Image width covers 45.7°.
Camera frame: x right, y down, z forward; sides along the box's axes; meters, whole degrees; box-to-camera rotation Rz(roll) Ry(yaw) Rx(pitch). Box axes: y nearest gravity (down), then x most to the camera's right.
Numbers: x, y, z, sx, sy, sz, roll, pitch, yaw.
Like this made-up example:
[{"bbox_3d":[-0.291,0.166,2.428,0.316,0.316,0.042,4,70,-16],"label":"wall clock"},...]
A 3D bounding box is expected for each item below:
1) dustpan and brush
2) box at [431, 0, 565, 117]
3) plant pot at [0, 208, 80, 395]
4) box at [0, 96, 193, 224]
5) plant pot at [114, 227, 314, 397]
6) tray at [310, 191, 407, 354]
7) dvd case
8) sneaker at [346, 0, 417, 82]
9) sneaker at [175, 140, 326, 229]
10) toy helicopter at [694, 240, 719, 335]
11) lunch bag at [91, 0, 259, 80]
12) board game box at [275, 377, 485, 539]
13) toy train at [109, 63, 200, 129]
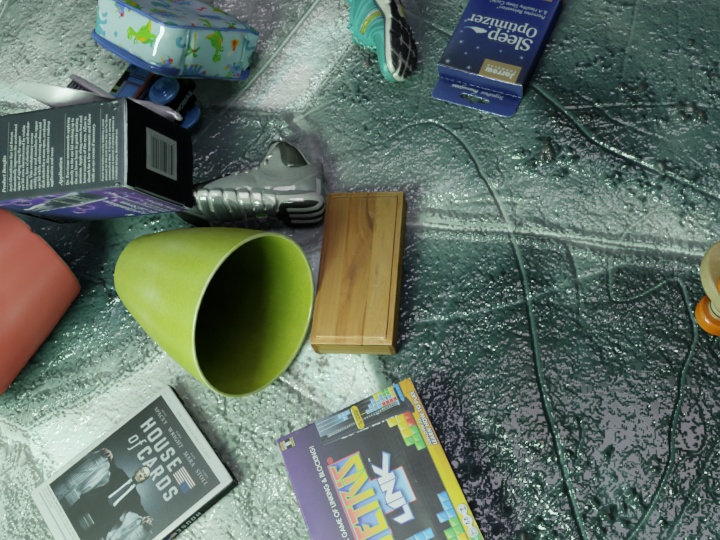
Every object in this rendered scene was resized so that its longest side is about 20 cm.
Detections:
[{"bbox_3d":[-0.308,-0.206,1.060,0.199,0.139,0.058,28,102,16],"label":"dustpan and brush"},{"bbox_3d":[0.183,-0.304,1.141,0.120,0.032,0.201,19,71,19],"label":"box"},{"bbox_3d":[-0.453,0.035,1.034,0.200,0.201,0.177,32,64,24],"label":"plant pot"},{"bbox_3d":[-0.322,-0.125,1.016,0.198,0.148,0.105,-5,82,19],"label":"box"},{"bbox_3d":[-0.188,0.026,0.993,0.199,0.187,0.188,17,68,36],"label":"plant pot"},{"bbox_3d":[0.000,0.000,1.029,0.098,0.037,0.202,0,64,12],"label":"tray"},{"bbox_3d":[-0.258,0.248,0.970,0.200,0.025,0.150,-39,64,-7],"label":"dvd case"},{"bbox_3d":[0.024,-0.332,1.177,0.079,0.077,0.201,-26,55,20],"label":"sneaker"},{"bbox_3d":[-0.139,-0.115,1.102,0.198,0.075,0.116,2,59,3],"label":"sneaker"},{"bbox_3d":[0.466,0.017,0.915,0.198,0.079,0.133,17,60,8],"label":"toy helicopter"},{"bbox_3d":[-0.249,-0.319,1.155,0.160,0.199,0.083,31,116,24],"label":"lunch bag"},{"bbox_3d":[0.022,0.238,0.898,0.164,0.057,0.201,-25,62,-2],"label":"board game box"},{"bbox_3d":[-0.304,-0.192,1.164,0.114,0.087,0.201,21,72,30],"label":"toy train"}]
